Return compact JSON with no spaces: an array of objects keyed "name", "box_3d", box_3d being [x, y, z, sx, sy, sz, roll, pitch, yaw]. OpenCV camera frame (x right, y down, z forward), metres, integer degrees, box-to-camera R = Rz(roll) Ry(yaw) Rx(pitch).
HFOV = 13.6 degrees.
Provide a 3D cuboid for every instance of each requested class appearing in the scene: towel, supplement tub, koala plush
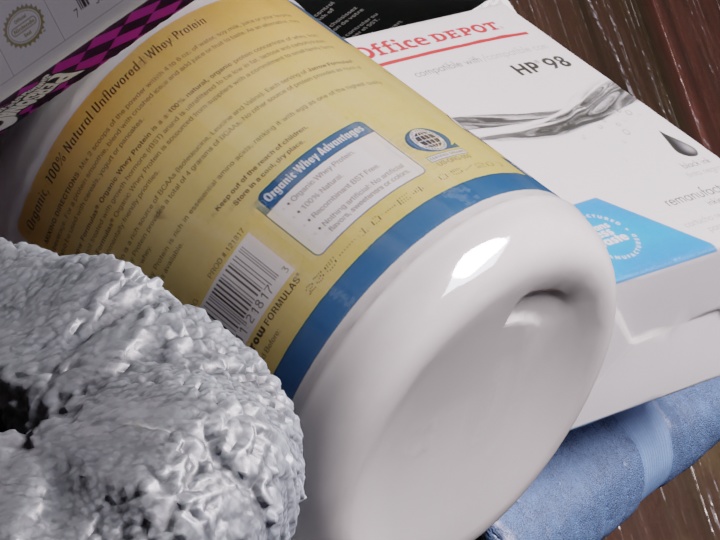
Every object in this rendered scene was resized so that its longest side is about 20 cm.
[{"name":"towel","box_3d":[0.067,0.047,1.125,0.112,0.049,0.200,52,38,5]},{"name":"supplement tub","box_3d":[-0.031,-0.006,0.984,0.200,0.145,0.144,38,21,28]},{"name":"koala plush","box_3d":[-0.080,0.117,0.866,0.178,0.183,0.201,-53,135,-41]}]

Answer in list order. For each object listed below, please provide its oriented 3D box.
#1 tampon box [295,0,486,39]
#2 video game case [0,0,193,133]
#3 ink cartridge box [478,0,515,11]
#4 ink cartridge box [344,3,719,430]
[{"name":"tampon box","box_3d":[-0.076,-0.150,1.124,0.199,0.126,0.151,11,54,-51]},{"name":"video game case","box_3d":[-0.142,-0.131,0.940,0.036,0.199,0.182,-13,73,-60]},{"name":"ink cartridge box","box_3d":[0.046,-0.053,1.301,0.201,0.050,0.161,55,30,-12]},{"name":"ink cartridge box","box_3d":[0.045,-0.033,1.093,0.115,0.067,0.200,-17,44,-43]}]
